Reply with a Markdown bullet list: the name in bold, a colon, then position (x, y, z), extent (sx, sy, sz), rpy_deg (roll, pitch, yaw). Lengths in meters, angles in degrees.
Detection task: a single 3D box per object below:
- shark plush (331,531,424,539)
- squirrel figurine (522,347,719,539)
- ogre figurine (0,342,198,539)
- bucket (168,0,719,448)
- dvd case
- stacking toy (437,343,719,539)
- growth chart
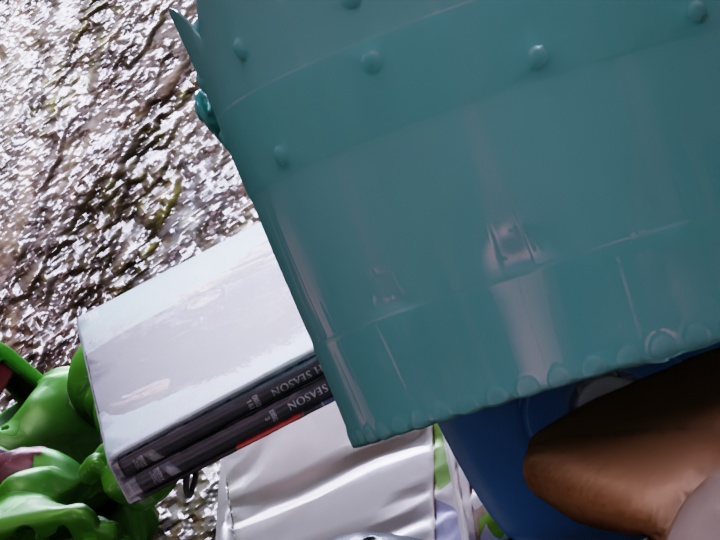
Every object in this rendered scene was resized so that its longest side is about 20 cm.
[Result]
- **shark plush**: position (0.069, 0.106, 0.913), extent (0.199, 0.091, 0.083), rpy_deg (-15, 23, 26)
- **squirrel figurine**: position (0.161, 0.108, 0.749), extent (0.200, 0.187, 0.142), rpy_deg (-30, 39, -2)
- **ogre figurine**: position (-0.122, 0.086, 1.054), extent (0.120, 0.098, 0.200), rpy_deg (-76, 9, -50)
- **bucket**: position (0.062, -0.039, 0.791), extent (0.206, 0.135, 0.207), rpy_deg (-16, -2, -1)
- **dvd case**: position (0.000, 0.000, 0.955), extent (0.199, 0.022, 0.146), rpy_deg (-26, 20, 0)
- **stacking toy**: position (0.084, 0.000, 1.019), extent (0.116, 0.110, 0.200), rpy_deg (-23, 25, 12)
- **growth chart**: position (0.003, 0.082, 1.039), extent (0.144, 0.018, 0.200), rpy_deg (-17, 39, 20)
